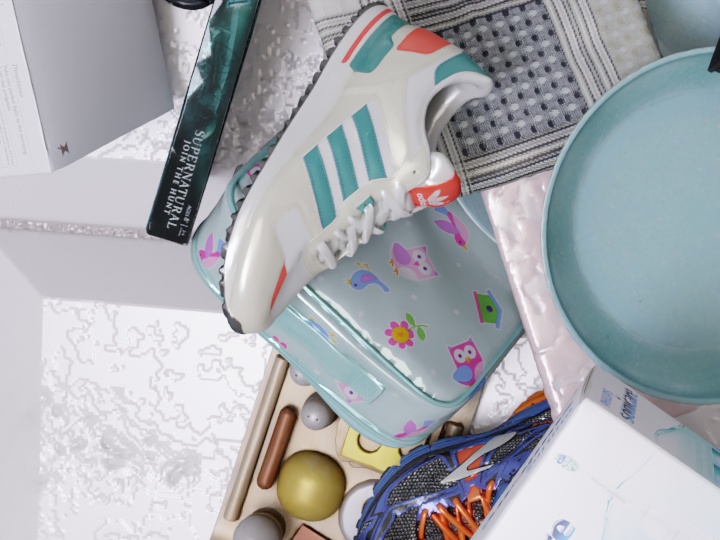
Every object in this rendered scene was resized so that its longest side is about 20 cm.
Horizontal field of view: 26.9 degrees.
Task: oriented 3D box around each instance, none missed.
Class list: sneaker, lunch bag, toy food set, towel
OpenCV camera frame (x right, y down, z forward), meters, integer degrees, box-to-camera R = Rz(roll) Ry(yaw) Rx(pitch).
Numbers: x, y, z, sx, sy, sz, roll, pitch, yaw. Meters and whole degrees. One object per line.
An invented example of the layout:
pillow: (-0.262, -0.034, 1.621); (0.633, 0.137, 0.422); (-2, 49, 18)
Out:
sneaker: (0.083, 0.135, 0.928); (0.200, 0.078, 0.075); (-33, 110, -3)
lunch bag: (0.000, 0.000, 0.911); (0.200, 0.160, 0.077); (42, 140, 0)
sneaker: (0.001, -0.045, 0.811); (0.093, 0.070, 0.200); (26, 76, 12)
toy food set: (-0.016, 0.137, 0.984); (0.143, 0.060, 0.201); (20, 101, 7)
towel: (0.184, -0.012, 0.893); (0.199, 0.032, 0.192); (-19, 91, 1)
towel: (0.072, -0.148, 0.879); (0.192, 0.035, 0.201); (-17, 75, 1)

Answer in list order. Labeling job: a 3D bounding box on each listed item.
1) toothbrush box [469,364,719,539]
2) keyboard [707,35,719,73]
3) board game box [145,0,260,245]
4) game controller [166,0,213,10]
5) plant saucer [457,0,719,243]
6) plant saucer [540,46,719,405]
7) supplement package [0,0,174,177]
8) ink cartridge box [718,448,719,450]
toothbrush box: (0.153, 0.167, 0.741); (0.200, 0.085, 0.147); (34, 103, 5)
keyboard: (0.233, -0.173, 0.847); (0.127, 0.200, 0.021); (24, 141, 5)
board game box: (-0.082, -0.130, 0.906); (0.028, 0.135, 0.201); (17, 110, -6)
game controller: (-0.150, -0.261, 0.970); (0.200, 0.042, 0.104); (40, 88, 2)
plant saucer: (0.144, -0.097, 0.926); (0.200, 0.039, 0.202); (0, 93, 1)
plant saucer: (0.195, -0.026, 0.847); (0.199, 0.036, 0.201); (-1, 101, -6)
supplement package: (-0.211, -0.170, 0.904); (0.111, 0.156, 0.201); (-2, 109, 23)
ink cartridge box: (0.170, 0.194, 0.887); (0.075, 0.200, 0.165); (23, 102, 7)
